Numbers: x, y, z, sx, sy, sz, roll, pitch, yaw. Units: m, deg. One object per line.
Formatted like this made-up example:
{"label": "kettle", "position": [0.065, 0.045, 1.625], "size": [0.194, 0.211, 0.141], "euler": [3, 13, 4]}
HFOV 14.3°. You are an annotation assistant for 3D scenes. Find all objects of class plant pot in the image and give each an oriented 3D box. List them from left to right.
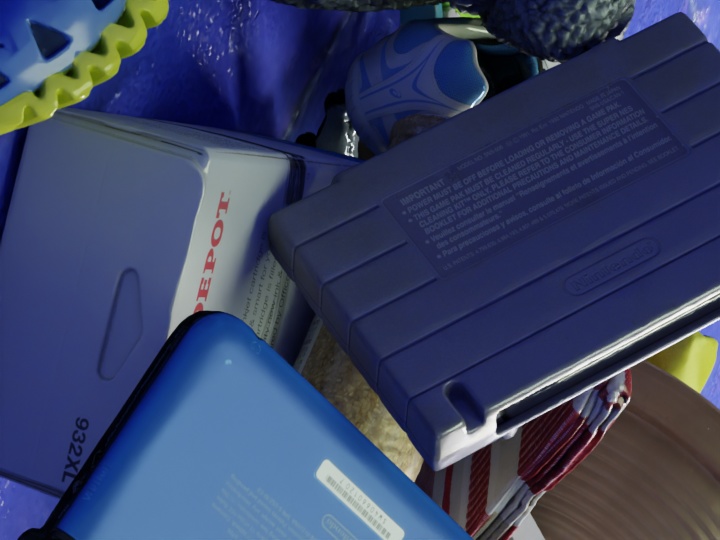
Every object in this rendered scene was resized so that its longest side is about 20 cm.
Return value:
{"label": "plant pot", "position": [0.124, 0.140, 1.440], "size": [0.093, 0.200, 0.201], "euler": [-43, 145, -30]}

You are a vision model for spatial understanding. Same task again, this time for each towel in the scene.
{"label": "towel", "position": [0.067, 0.048, 1.212], "size": [0.200, 0.023, 0.144], "euler": [125, -22, -47]}

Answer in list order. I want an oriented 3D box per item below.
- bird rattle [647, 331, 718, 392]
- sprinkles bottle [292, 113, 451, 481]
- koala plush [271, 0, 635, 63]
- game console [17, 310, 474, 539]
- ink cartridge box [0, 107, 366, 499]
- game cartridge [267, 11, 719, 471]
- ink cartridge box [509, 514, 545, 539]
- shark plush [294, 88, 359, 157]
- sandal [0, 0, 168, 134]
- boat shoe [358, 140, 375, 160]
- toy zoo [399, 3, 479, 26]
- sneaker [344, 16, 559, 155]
{"label": "bird rattle", "position": [0.123, 0.061, 1.625], "size": [0.164, 0.112, 0.200], "euler": [66, 24, -11]}
{"label": "sprinkles bottle", "position": [0.008, 0.037, 1.168], "size": [0.201, 0.068, 0.068], "euler": [-67, 157, -17]}
{"label": "koala plush", "position": [0.057, -0.209, 1.233], "size": [0.184, 0.177, 0.201], "euler": [-40, 141, -72]}
{"label": "game console", "position": [-0.066, 0.133, 1.092], "size": [0.200, 0.118, 0.171], "euler": [45, 68, -31]}
{"label": "ink cartridge box", "position": [-0.070, 0.016, 1.171], "size": [0.200, 0.083, 0.146], "euler": [2, 103, -67]}
{"label": "game cartridge", "position": [0.078, -0.016, 1.117], "size": [0.199, 0.130, 0.038], "euler": [-26, 143, -17]}
{"label": "ink cartridge box", "position": [0.047, 0.156, 1.382], "size": [0.067, 0.117, 0.200], "euler": [-27, 172, -19]}
{"label": "shark plush", "position": [0.000, 0.000, 1.326], "size": [0.091, 0.083, 0.201], "euler": [-39, 140, -54]}
{"label": "sandal", "position": [-0.101, -0.124, 1.041], "size": [0.087, 0.079, 0.200], "euler": [50, 58, -19]}
{"label": "boat shoe", "position": [0.015, 0.006, 1.401], "size": [0.073, 0.063, 0.201], "euler": [-71, 154, -51]}
{"label": "toy zoo", "position": [0.051, -0.065, 1.391], "size": [0.131, 0.020, 0.201], "euler": [33, 53, -67]}
{"label": "sneaker", "position": [0.061, -0.080, 1.294], "size": [0.200, 0.072, 0.072], "euler": [-12, 91, -66]}
